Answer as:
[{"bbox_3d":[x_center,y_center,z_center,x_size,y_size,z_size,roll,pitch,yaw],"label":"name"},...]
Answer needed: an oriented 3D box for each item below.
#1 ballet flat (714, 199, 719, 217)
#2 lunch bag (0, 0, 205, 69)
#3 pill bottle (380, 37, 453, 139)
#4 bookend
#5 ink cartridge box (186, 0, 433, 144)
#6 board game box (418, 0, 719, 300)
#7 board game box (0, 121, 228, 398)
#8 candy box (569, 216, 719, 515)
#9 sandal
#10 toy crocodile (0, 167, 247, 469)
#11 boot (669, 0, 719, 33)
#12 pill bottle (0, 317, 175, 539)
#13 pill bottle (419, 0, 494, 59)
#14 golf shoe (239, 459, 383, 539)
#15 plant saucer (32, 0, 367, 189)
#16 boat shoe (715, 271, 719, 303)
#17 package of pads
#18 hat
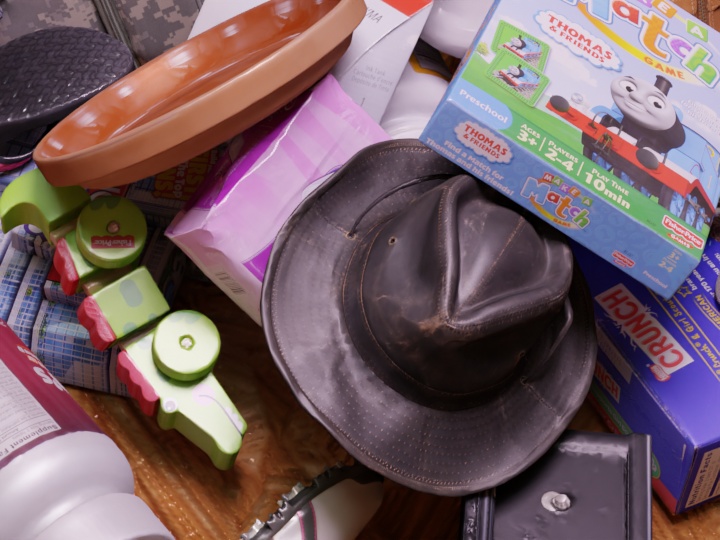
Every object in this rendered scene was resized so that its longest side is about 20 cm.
[{"bbox_3d":[0.251,-0.080,1.116,0.199,0.070,0.069,-29,56,-22],"label":"ballet flat"},{"bbox_3d":[-0.188,-0.218,1.288,0.167,0.140,0.201,-14,49,8],"label":"lunch bag"},{"bbox_3d":[0.001,-0.114,1.213,0.109,0.110,0.200,-14,51,-13],"label":"pill bottle"},{"bbox_3d":[0.147,0.169,0.988,0.199,0.092,0.199,6,49,2],"label":"bookend"},{"bbox_3d":[-0.027,-0.160,1.138,0.047,0.201,0.160,13,17,-39],"label":"ink cartridge box"},{"bbox_3d":[0.128,-0.092,1.023,0.151,0.037,0.200,32,40,-4],"label":"board game box"},{"bbox_3d":[-0.155,-0.026,1.167,0.199,0.062,0.201,11,50,8],"label":"board game box"},{"bbox_3d":[0.224,0.030,1.117,0.199,0.077,0.169,-18,52,-19],"label":"candy box"},{"bbox_3d":[-0.227,-0.086,1.155,0.199,0.045,0.075,-27,47,-3],"label":"sandal"},{"bbox_3d":[-0.128,0.026,1.068,0.062,0.068,0.200,-32,83,-19],"label":"toy crocodile"},{"bbox_3d":[0.162,-0.125,1.140,0.199,0.156,0.077,-20,19,-26],"label":"boot"},{"bbox_3d":[-0.190,0.108,1.020,0.109,0.110,0.200,-32,58,-25],"label":"pill bottle"},{"bbox_3d":[0.093,-0.185,1.213,0.116,0.117,0.200,17,7,13],"label":"pill bottle"},{"bbox_3d":[-0.046,0.180,1.000,0.088,0.077,0.200,43,61,7],"label":"golf shoe"},{"bbox_3d":[-0.085,-0.098,1.048,0.200,0.032,0.200,-25,17,8],"label":"plant saucer"},{"bbox_3d":[0.289,-0.030,1.081,0.199,0.062,0.073,-23,54,-22],"label":"boat shoe"},{"bbox_3d":[0.000,0.000,1.058,0.121,0.200,0.076,-51,21,-14],"label":"package of pads"},{"bbox_3d":[0.054,0.010,0.965,0.200,0.081,0.202,11,65,-24],"label":"hat"}]
